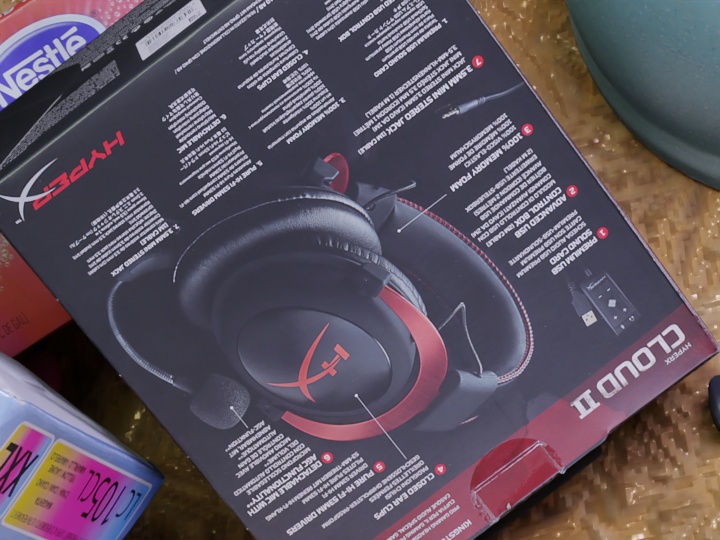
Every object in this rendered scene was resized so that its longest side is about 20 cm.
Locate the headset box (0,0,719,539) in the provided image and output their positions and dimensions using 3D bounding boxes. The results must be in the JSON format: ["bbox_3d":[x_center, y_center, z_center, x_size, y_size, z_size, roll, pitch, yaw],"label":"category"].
[{"bbox_3d":[0.000,0.000,0.841,0.149,0.200,0.075,-38,19,3],"label":"headset box"}]

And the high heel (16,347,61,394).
[{"bbox_3d":[-0.127,0.125,0.904,0.096,0.067,0.200,28,67,7],"label":"high heel"}]

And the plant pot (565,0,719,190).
[{"bbox_3d":[0.143,-0.138,0.867,0.200,0.134,0.201,-9,63,18],"label":"plant pot"}]

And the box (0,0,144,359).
[{"bbox_3d":[-0.087,-0.047,0.919,0.200,0.100,0.096,-33,96,5],"label":"box"}]

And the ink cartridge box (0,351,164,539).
[{"bbox_3d":[-0.159,0.110,0.804,0.076,0.136,0.200,36,88,19],"label":"ink cartridge box"}]

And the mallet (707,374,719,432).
[{"bbox_3d":[0.202,0.027,0.826,0.200,0.041,0.066,-21,57,16],"label":"mallet"}]
